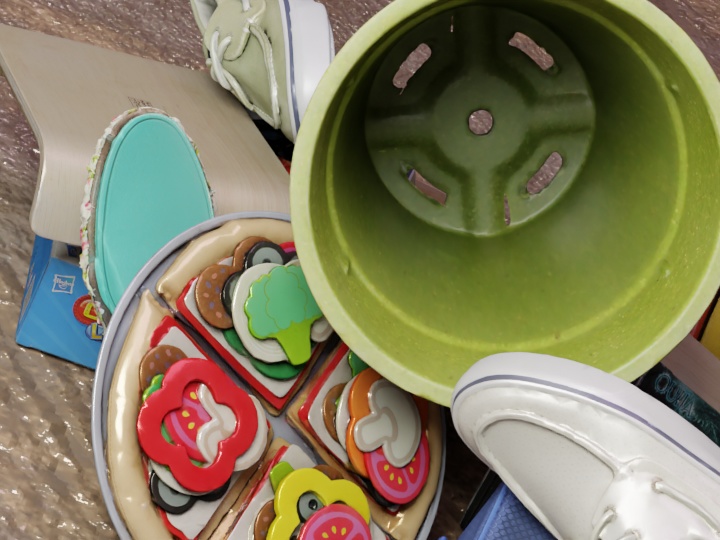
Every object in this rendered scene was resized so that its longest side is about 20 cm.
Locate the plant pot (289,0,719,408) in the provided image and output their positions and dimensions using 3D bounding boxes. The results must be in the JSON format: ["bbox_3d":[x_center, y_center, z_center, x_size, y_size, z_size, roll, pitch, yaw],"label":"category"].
[{"bbox_3d":[0.065,-0.054,1.079,0.199,0.201,0.190,24,11,-7],"label":"plant pot"}]

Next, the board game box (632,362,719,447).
[{"bbox_3d":[0.116,0.047,1.219,0.200,0.028,0.135,30,-5,46],"label":"board game box"}]

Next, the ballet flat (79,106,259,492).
[{"bbox_3d":[-0.095,0.026,1.071,0.075,0.201,0.064,-11,0,-23],"label":"ballet flat"}]

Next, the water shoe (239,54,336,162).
[{"bbox_3d":[-0.032,-0.085,1.355,0.071,0.079,0.200,10,10,15],"label":"water shoe"}]

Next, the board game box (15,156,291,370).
[{"bbox_3d":[-0.077,-0.002,1.235,0.195,0.056,0.200,20,28,-13],"label":"board game box"}]

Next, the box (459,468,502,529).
[{"bbox_3d":[0.152,0.138,1.105,0.199,0.160,0.044,31,69,5],"label":"box"}]

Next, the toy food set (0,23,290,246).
[{"bbox_3d":[-0.124,-0.060,1.182,0.143,0.061,0.200,12,23,-28],"label":"toy food set"}]

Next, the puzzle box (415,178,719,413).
[{"bbox_3d":[0.107,0.011,1.255,0.200,0.026,0.133,29,-7,46],"label":"puzzle box"}]

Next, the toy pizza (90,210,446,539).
[{"bbox_3d":[-0.033,0.071,1.044,0.199,0.032,0.202,8,77,-36],"label":"toy pizza"}]

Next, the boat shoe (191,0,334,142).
[{"bbox_3d":[-0.052,-0.117,1.218,0.062,0.072,0.200,-8,27,-8],"label":"boat shoe"}]

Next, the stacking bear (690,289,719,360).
[{"bbox_3d":[0.238,0.038,1.395,0.199,0.114,0.122,24,45,17],"label":"stacking bear"}]

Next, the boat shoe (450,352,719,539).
[{"bbox_3d":[0.119,0.109,0.940,0.199,0.071,0.070,34,44,1],"label":"boat shoe"}]

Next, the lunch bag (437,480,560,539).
[{"bbox_3d":[0.102,0.184,1.003,0.199,0.133,0.136,30,46,6],"label":"lunch bag"}]

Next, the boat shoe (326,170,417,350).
[{"bbox_3d":[0.000,0.000,1.183,0.062,0.072,0.200,41,32,-13],"label":"boat shoe"}]
